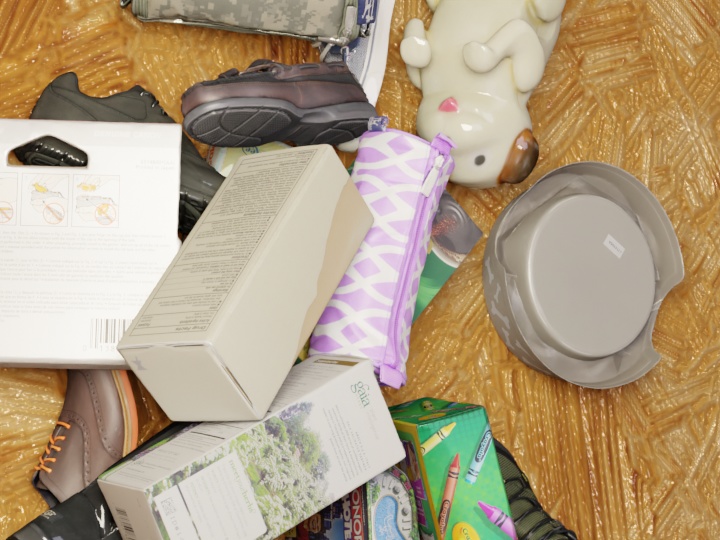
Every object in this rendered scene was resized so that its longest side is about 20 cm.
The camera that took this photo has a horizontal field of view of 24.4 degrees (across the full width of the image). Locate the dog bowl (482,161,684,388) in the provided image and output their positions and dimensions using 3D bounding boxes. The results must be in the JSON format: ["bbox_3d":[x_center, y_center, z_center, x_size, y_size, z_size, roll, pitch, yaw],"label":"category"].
[{"bbox_3d":[0.195,0.006,1.489,0.198,0.059,0.202,4,82,-30],"label":"dog bowl"}]

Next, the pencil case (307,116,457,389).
[{"bbox_3d":[0.020,-0.010,1.282,0.084,0.085,0.202,25,74,-46],"label":"pencil case"}]

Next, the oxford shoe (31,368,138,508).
[{"bbox_3d":[-0.207,0.133,1.240,0.072,0.071,0.202,-5,87,-26],"label":"oxford shoe"}]

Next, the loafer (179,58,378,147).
[{"bbox_3d":[-0.068,-0.133,1.279,0.199,0.072,0.064,-2,69,-50],"label":"loafer"}]

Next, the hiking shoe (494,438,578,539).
[{"bbox_3d":[0.146,0.221,1.408,0.076,0.100,0.201,-35,101,-29],"label":"hiking shoe"}]

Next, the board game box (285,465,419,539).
[{"bbox_3d":[0.011,0.246,1.272,0.061,0.199,0.202,1,84,-28],"label":"board game box"}]

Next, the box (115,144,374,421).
[{"bbox_3d":[-0.078,0.007,1.188,0.078,0.094,0.201,57,47,-33],"label":"box"}]

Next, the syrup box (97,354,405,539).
[{"bbox_3d":[-0.073,0.137,1.171,0.199,0.081,0.079,-29,105,-30],"label":"syrup box"}]

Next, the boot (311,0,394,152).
[{"bbox_3d":[-0.024,-0.202,1.395,0.089,0.073,0.202,14,74,-13],"label":"boot"}]

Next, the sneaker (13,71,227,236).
[{"bbox_3d":[-0.160,-0.091,1.277,0.198,0.076,0.092,23,65,-11],"label":"sneaker"}]

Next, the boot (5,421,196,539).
[{"bbox_3d":[-0.137,0.203,1.216,0.199,0.065,0.166,-34,114,-31],"label":"boot"}]

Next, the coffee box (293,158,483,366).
[{"bbox_3d":[0.000,0.000,1.343,0.123,0.044,0.200,48,66,-16],"label":"coffee box"}]

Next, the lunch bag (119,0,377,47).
[{"bbox_3d":[-0.083,-0.268,1.303,0.198,0.139,0.170,5,96,-6],"label":"lunch bag"}]

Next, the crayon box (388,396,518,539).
[{"bbox_3d":[0.061,0.167,1.309,0.058,0.200,0.120,-14,91,-11],"label":"crayon box"}]

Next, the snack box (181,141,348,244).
[{"bbox_3d":[-0.043,-0.031,1.370,0.199,0.037,0.117,22,74,-25],"label":"snack box"}]

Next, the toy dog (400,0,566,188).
[{"bbox_3d":[0.100,-0.170,1.428,0.138,0.194,0.202,7,76,16],"label":"toy dog"}]

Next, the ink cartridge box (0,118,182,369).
[{"bbox_3d":[-0.228,-0.019,1.215,0.198,0.045,0.178,2,81,-4],"label":"ink cartridge box"}]
